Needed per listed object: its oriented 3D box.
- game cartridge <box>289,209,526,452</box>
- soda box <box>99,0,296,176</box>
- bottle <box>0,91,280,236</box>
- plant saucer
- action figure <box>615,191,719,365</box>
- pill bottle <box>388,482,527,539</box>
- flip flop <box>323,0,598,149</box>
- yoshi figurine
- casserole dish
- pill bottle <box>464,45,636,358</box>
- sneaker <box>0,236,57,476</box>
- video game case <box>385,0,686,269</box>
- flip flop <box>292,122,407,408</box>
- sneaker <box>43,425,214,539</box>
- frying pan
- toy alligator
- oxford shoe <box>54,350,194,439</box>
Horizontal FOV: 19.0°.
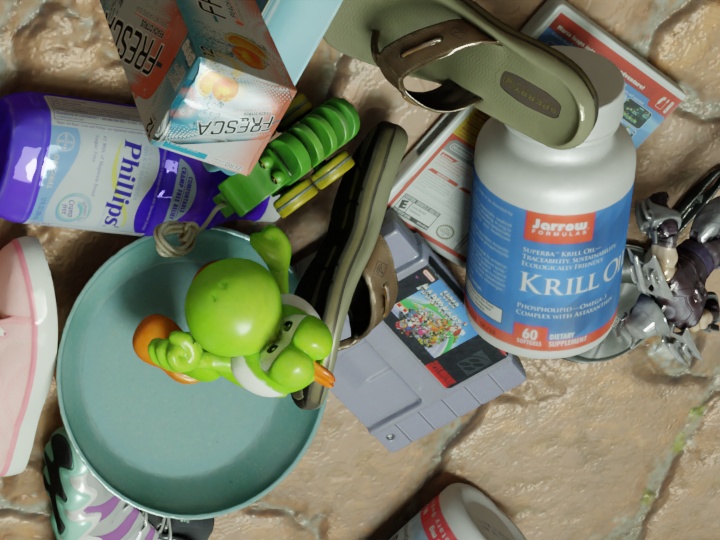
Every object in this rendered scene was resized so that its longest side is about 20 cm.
[{"bbox_3d":[0.025,0.049,1.575,0.129,0.039,0.200,-27,133,18],"label":"game cartridge"},{"bbox_3d":[-0.102,-0.142,1.270,0.068,0.200,0.064,18,118,-29],"label":"soda box"},{"bbox_3d":[-0.144,-0.064,1.404,0.199,0.065,0.084,7,116,-27],"label":"bottle"},{"bbox_3d":[-0.118,0.069,1.479,0.199,0.036,0.202,-1,92,-25],"label":"plant saucer"},{"bbox_3d":[0.248,-0.019,1.543,0.200,0.069,0.130,-46,142,-17],"label":"action figure"},{"bbox_3d":[0.041,0.272,1.720,0.200,0.109,0.109,-44,130,14],"label":"pill bottle"},{"bbox_3d":[0.056,-0.129,1.371,0.058,0.199,0.081,-46,158,-38],"label":"flip flop"},{"bbox_3d":[-0.084,0.027,1.364,0.111,0.200,0.113,1,92,-24],"label":"yoshi figurine"},{"bbox_3d":[-0.065,-0.153,1.330,0.039,0.121,0.201,20,114,-26],"label":"casserole dish"},{"bbox_3d":[0.130,-0.048,1.475,0.111,0.112,0.201,-11,130,-14],"label":"pill bottle"},{"bbox_3d":[-0.268,0.066,1.452,0.104,0.076,0.201,-3,132,-26],"label":"sneaker"},{"bbox_3d":[0.118,-0.086,1.527,0.143,0.017,0.200,29,112,-36],"label":"video game case"},{"bbox_3d":[0.000,0.000,1.456,0.057,0.081,0.201,21,84,-19],"label":"flip flop"},{"bbox_3d":[-0.160,0.175,1.591,0.139,0.078,0.201,-10,139,-16],"label":"sneaker"},{"bbox_3d":[0.217,0.011,1.640,0.189,0.031,0.115,-30,133,6],"label":"frying pan"},{"bbox_3d":[-0.054,-0.067,1.384,0.200,0.059,0.054,-39,-176,-42],"label":"toy alligator"},{"bbox_3d":[-0.129,0.109,1.545,0.199,0.073,0.071,17,119,-32],"label":"oxford shoe"}]
